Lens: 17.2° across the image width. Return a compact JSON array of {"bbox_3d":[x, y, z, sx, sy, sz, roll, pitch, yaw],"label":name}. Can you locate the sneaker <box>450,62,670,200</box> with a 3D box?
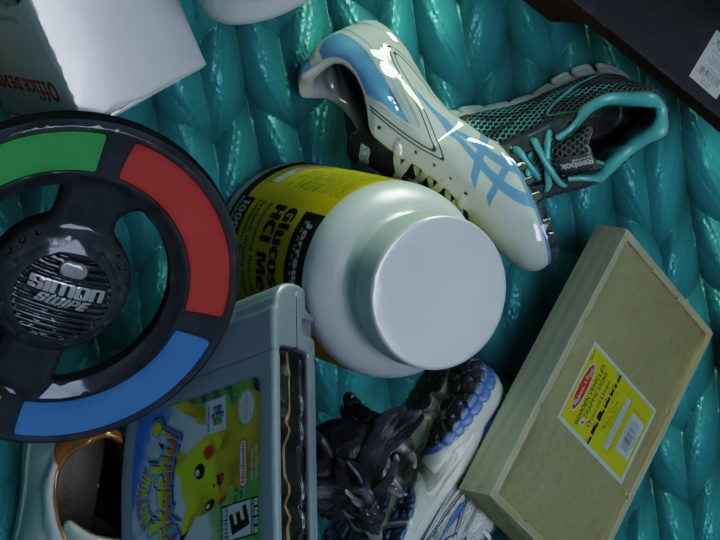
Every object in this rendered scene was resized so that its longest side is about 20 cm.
[{"bbox_3d":[0.108,-0.074,1.479,0.199,0.091,0.078,-30,108,-20],"label":"sneaker"}]

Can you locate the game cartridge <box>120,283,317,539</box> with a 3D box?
[{"bbox_3d":[-0.079,0.118,1.310,0.040,0.133,0.202,16,62,-38],"label":"game cartridge"}]

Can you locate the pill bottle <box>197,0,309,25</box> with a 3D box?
[{"bbox_3d":[-0.078,-0.242,1.259,0.114,0.114,0.201,-25,76,-21],"label":"pill bottle"}]

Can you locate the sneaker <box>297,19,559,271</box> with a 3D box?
[{"bbox_3d":[0.040,-0.066,1.415,0.072,0.072,0.200,-37,68,-17],"label":"sneaker"}]

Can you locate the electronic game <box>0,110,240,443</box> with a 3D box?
[{"bbox_3d":[-0.162,0.007,1.266,0.198,0.042,0.201,-7,122,-12],"label":"electronic game"}]

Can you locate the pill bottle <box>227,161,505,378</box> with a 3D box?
[{"bbox_3d":[0.000,0.000,1.374,0.112,0.200,0.114,-4,98,-26],"label":"pill bottle"}]

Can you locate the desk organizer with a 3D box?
[{"bbox_3d":[0.177,-0.167,1.508,0.199,0.077,0.072,35,81,-26],"label":"desk organizer"}]

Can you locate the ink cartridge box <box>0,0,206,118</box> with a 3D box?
[{"bbox_3d":[-0.178,-0.186,1.291,0.084,0.144,0.201,-28,109,-19],"label":"ink cartridge box"}]

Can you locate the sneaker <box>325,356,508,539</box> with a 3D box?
[{"bbox_3d":[0.046,0.158,1.491,0.085,0.077,0.201,38,80,-29],"label":"sneaker"}]

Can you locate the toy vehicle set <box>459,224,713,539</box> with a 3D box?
[{"bbox_3d":[0.148,0.088,1.519,0.124,0.026,0.201,46,64,-39],"label":"toy vehicle set"}]

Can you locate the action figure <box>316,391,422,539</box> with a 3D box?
[{"bbox_3d":[-0.023,0.123,1.379,0.119,0.200,0.102,-40,115,-16],"label":"action figure"}]

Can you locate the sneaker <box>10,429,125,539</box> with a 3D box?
[{"bbox_3d":[-0.168,0.179,1.381,0.072,0.085,0.202,-2,99,-28],"label":"sneaker"}]
